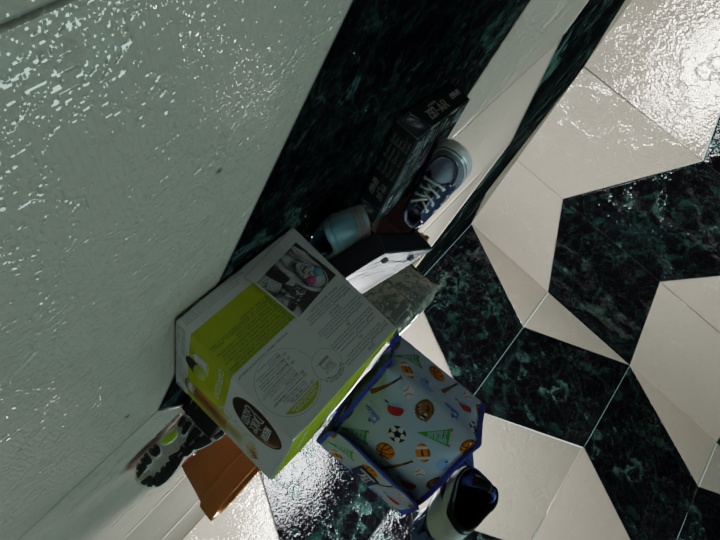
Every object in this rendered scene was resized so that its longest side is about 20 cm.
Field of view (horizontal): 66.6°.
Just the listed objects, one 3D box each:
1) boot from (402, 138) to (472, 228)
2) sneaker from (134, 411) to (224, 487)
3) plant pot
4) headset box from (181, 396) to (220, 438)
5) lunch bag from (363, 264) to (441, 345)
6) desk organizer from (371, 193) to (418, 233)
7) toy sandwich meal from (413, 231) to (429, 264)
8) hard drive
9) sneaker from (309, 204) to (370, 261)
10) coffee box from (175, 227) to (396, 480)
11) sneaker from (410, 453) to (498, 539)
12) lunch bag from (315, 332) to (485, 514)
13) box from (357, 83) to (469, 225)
[{"bbox_3d":[0.124,-0.135,0.919,0.091,0.072,0.200,-53,173,-15],"label":"boot"},{"bbox_3d":[-0.302,0.288,0.946,0.199,0.078,0.085,-36,177,-29],"label":"sneaker"},{"bbox_3d":[-0.304,0.424,1.218,0.201,0.140,0.200,-47,172,-9],"label":"plant pot"},{"bbox_3d":[-0.195,0.171,0.911,0.150,0.077,0.199,-55,168,30],"label":"headset box"},{"bbox_3d":[0.060,0.036,1.198,0.168,0.200,0.140,-43,170,-21],"label":"lunch bag"},{"bbox_3d":[0.111,-0.137,1.122,0.200,0.077,0.072,-45,171,-26],"label":"desk organizer"},{"bbox_3d":[0.139,-0.033,1.734,0.205,0.070,0.205,-46,175,-5],"label":"toy sandwich meal"},{"bbox_3d":[0.000,0.000,0.835,0.199,0.043,0.133,-33,163,38],"label":"hard drive"},{"bbox_3d":[-0.045,-0.045,0.844,0.080,0.076,0.200,-13,164,-16],"label":"sneaker"},{"bbox_3d":[-0.105,0.115,0.731,0.200,0.197,0.201,-42,169,-33],"label":"coffee box"},{"bbox_3d":[0.145,0.301,0.762,0.116,0.080,0.200,-50,-178,32],"label":"sneaker"},{"bbox_3d":[0.048,0.227,0.760,0.201,0.169,0.124,-52,177,25],"label":"lunch bag"},{"bbox_3d":[0.082,-0.186,0.891,0.160,0.043,0.201,-43,169,-36],"label":"box"}]
